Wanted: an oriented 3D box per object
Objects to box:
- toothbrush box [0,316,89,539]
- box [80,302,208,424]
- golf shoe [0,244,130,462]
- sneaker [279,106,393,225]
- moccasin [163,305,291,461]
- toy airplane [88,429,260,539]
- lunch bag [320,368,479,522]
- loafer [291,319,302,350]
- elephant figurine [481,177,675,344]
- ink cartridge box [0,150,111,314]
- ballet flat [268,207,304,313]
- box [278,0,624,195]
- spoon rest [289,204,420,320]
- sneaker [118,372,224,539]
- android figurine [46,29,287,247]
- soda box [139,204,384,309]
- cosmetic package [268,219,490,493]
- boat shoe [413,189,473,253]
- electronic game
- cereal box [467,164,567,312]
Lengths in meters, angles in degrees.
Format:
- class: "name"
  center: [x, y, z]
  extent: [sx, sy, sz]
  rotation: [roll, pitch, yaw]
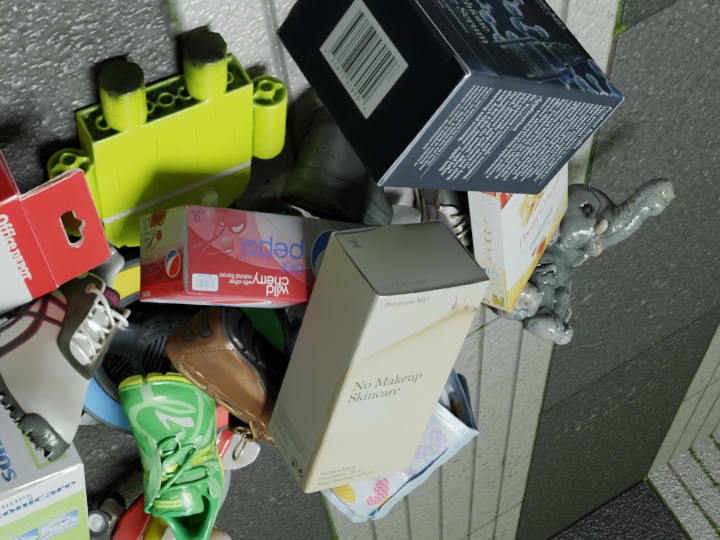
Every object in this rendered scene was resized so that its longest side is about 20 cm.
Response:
- class: "toothbrush box"
  center: [-0.286, 0.157, 0.977]
  extent: [0.085, 0.146, 0.201]
  rotation: [-22, 152, -22]
- class: "box"
  center: [-0.166, 0.090, 1.131]
  extent: [0.137, 0.038, 0.199]
  rotation: [-44, 153, 20]
- class: "golf shoe"
  center: [-0.207, 0.045, 0.833]
  extent: [0.087, 0.201, 0.078]
  rotation: [-29, 125, 6]
- class: "sneaker"
  center: [-0.005, -0.080, 0.983]
  extent: [0.200, 0.075, 0.092]
  rotation: [30, 76, -81]
- class: "moccasin"
  center: [-0.085, 0.109, 0.988]
  extent: [0.077, 0.074, 0.201]
  rotation: [-27, 135, 17]
- class: "toy airplane"
  center: [-0.177, 0.249, 1.270]
  extent: [0.200, 0.141, 0.199]
  rotation: [-43, -177, -40]
- class: "lunch bag"
  center: [0.011, 0.134, 1.231]
  extent: [0.170, 0.201, 0.127]
  rotation: [-45, 152, 21]
- class: "loafer"
  center: [-0.013, 0.061, 1.138]
  extent: [0.201, 0.071, 0.068]
  rotation: [-45, 125, 12]
- class: "elephant figurine"
  center: [0.208, -0.036, 1.271]
  extent: [0.142, 0.154, 0.202]
  rotation: [-115, -130, -82]
- class: "ink cartridge box"
  center: [-0.272, -0.016, 0.780]
  extent: [0.198, 0.068, 0.117]
  rotation: [-27, 154, -15]
- class: "ballet flat"
  center: [-0.093, 0.037, 1.058]
  extent: [0.075, 0.068, 0.202]
  rotation: [-8, 124, -31]
- class: "box"
  center: [0.068, -0.146, 0.867]
  extent: [0.199, 0.149, 0.107]
  rotation: [-2, 141, -49]
- class: "spoon rest"
  center: [0.000, 0.000, 1.068]
  extent: [0.099, 0.061, 0.200]
  rotation: [-33, -171, 31]
- class: "sneaker"
  center: [-0.150, 0.159, 1.006]
  extent: [0.073, 0.084, 0.201]
  rotation: [-10, 134, 2]
- class: "android figurine"
  center: [-0.136, -0.081, 0.865]
  extent: [0.181, 0.041, 0.201]
  rotation: [-24, 151, -22]
- class: "soda box"
  center: [-0.064, -0.005, 0.898]
  extent: [0.198, 0.064, 0.070]
  rotation: [5, 171, -40]
- class: "cosmetic package"
  center: [0.009, 0.066, 0.898]
  extent: [0.103, 0.073, 0.201]
  rotation: [-8, 135, -32]
- class: "boat shoe"
  center: [0.093, -0.058, 1.139]
  extent: [0.074, 0.074, 0.201]
  rotation: [-26, 154, -17]
- class: "electronic game"
  center: [-0.156, 0.065, 1.003]
  extent: [0.197, 0.042, 0.202]
  rotation: [-5, 126, -7]
- class: "cereal box"
  center: [0.149, -0.074, 1.114]
  extent: [0.145, 0.039, 0.201]
  rotation: [-58, 156, -25]
